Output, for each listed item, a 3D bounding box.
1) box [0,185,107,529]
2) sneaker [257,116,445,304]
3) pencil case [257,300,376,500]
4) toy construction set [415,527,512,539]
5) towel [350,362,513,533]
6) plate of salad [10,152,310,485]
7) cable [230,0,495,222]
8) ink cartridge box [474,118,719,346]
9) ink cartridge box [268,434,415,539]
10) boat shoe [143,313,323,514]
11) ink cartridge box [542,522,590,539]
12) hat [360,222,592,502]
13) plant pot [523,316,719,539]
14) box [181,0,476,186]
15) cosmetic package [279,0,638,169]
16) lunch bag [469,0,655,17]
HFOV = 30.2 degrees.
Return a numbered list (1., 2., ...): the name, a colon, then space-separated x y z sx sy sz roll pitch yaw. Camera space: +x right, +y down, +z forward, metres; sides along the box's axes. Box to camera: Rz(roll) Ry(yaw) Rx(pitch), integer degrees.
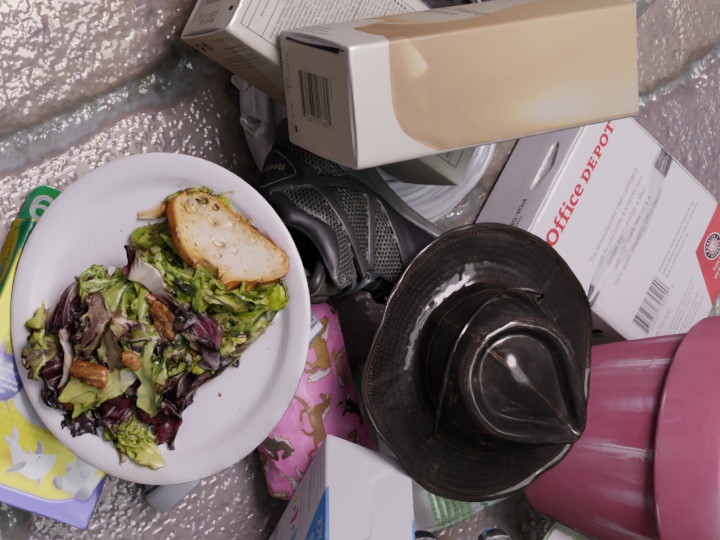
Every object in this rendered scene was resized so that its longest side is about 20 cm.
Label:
1. box: -0.198 0.055 0.879 0.116 0.048 0.203 24 79 -28
2. sneaker: 0.000 0.000 0.892 0.199 0.076 0.115 44 54 -31
3. pencil case: -0.048 0.062 0.948 0.083 0.085 0.203 -35 114 -63
4. toy construction set: 0.062 0.259 1.007 0.197 0.092 0.133 -5 116 -31
5. towel: 0.079 0.123 1.053 0.198 0.031 0.152 -18 102 -28
6. plate of salad: -0.127 0.029 0.806 0.197 0.048 0.204 0 90 13
7. cable: 0.009 -0.125 0.977 0.200 0.069 0.201 48 70 -24
8. ink cartridge box: 0.201 -0.028 1.085 0.199 0.083 0.148 38 74 -27
9. ink cartridge box: -0.033 0.228 0.906 0.067 0.116 0.202 19 122 -13
10. boat shoe: -0.109 0.077 0.880 0.086 0.202 0.075 40 38 3
11. ink cartridge box: 0.235 0.285 1.032 0.048 0.198 0.146 -50 142 -20
12. hat: 0.102 0.071 0.879 0.198 0.081 0.204 -7 104 -30
13. plant pot: 0.223 0.132 1.006 0.199 0.177 0.204 -6 98 -55
14. box: -0.007 -0.142 0.880 0.199 0.077 0.096 32 78 -29
15. cosmetic package: 0.061 -0.120 0.811 0.197 0.105 0.072 -13 110 -25
16. lunch bag: 0.123 -0.246 0.959 0.167 0.201 0.139 42 110 -12
